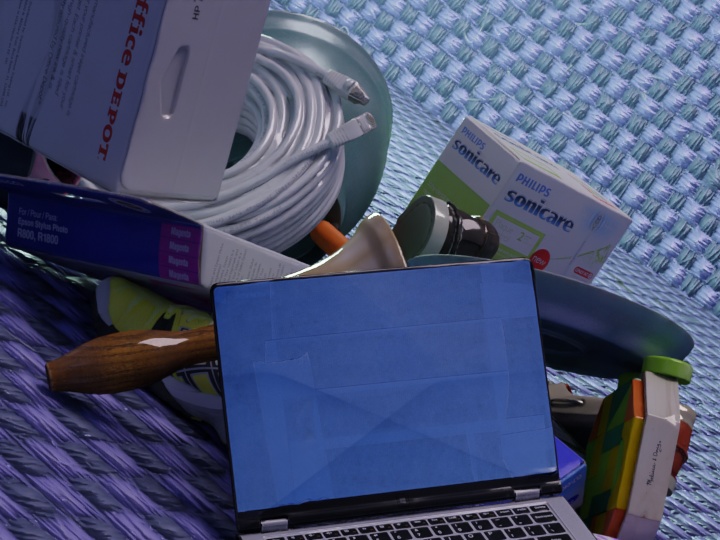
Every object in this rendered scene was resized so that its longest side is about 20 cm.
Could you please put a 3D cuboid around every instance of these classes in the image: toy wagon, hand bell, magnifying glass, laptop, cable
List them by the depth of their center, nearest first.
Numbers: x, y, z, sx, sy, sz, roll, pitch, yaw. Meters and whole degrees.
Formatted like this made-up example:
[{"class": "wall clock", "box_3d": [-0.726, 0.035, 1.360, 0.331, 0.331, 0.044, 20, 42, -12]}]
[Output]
[{"class": "laptop", "box_3d": [0.035, 0.095, 1.141, 0.186, 0.117, 0.200, -5, 28, -19]}, {"class": "hand bell", "box_3d": [-0.074, 0.040, 1.235, 0.198, 0.105, 0.104, -13, 26, -14]}, {"class": "toy wagon", "box_3d": [0.168, 0.142, 1.456, 0.039, 0.156, 0.200, 14, -12, -4]}, {"class": "magnifying glass", "box_3d": [0.000, 0.000, 1.591, 0.080, 0.022, 0.200, 47, 0, -23]}, {"class": "cable", "box_3d": [-0.108, -0.088, 1.597, 0.200, 0.200, 0.069, 38, -24, 33]}]

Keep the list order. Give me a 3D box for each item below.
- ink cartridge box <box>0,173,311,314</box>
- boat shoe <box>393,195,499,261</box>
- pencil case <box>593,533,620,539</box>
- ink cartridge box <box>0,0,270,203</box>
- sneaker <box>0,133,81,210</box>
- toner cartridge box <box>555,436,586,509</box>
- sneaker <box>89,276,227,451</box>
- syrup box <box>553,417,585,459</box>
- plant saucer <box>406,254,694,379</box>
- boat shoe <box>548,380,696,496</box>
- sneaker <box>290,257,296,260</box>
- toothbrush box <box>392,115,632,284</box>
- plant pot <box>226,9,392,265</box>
[{"class": "ink cartridge box", "box_3d": [-0.125, -0.007, 1.390, 0.196, 0.044, 0.199, 10, -7, 45]}, {"class": "boat shoe", "box_3d": [0.033, 0.008, 1.671, 0.060, 0.072, 0.201, 15, -26, -22]}, {"class": "pencil case", "box_3d": [0.113, 0.183, 1.273, 0.199, 0.085, 0.085, 17, 61, -53]}, {"class": "ink cartridge box", "box_3d": [-0.159, -0.141, 1.387, 0.086, 0.148, 0.199, 5, 17, -46]}, {"class": "sneaker", "box_3d": [-0.226, -0.080, 1.531, 0.082, 0.070, 0.200, 26, 19, -3]}, {"class": "toner cartridge box", "box_3d": [0.041, 0.101, 1.428, 0.200, 0.095, 0.043, 40, -32, 33]}, {"class": "sneaker", "box_3d": [-0.076, 0.055, 1.333, 0.199, 0.077, 0.075, 34, 12, 21]}, {"class": "syrup box", "box_3d": [0.066, 0.097, 1.559, 0.078, 0.082, 0.200, 28, 10, -33]}, {"class": "plant saucer", "box_3d": [0.121, 0.036, 1.484, 0.199, 0.028, 0.200, 15, -12, 3]}, {"class": "boat shoe", "box_3d": [0.146, 0.112, 1.615, 0.199, 0.063, 0.071, 9, -21, 35]}, {"class": "sneaker", "box_3d": [-0.056, 0.028, 1.573, 0.086, 0.078, 0.200, 28, 0, 4]}, {"class": "toothbrush box", "box_3d": [0.096, 0.001, 1.773, 0.145, 0.201, 0.086, 25, 12, -42]}, {"class": "plant pot", "box_3d": [-0.073, -0.080, 1.732, 0.199, 0.200, 0.135, 29, 34, -22]}]
